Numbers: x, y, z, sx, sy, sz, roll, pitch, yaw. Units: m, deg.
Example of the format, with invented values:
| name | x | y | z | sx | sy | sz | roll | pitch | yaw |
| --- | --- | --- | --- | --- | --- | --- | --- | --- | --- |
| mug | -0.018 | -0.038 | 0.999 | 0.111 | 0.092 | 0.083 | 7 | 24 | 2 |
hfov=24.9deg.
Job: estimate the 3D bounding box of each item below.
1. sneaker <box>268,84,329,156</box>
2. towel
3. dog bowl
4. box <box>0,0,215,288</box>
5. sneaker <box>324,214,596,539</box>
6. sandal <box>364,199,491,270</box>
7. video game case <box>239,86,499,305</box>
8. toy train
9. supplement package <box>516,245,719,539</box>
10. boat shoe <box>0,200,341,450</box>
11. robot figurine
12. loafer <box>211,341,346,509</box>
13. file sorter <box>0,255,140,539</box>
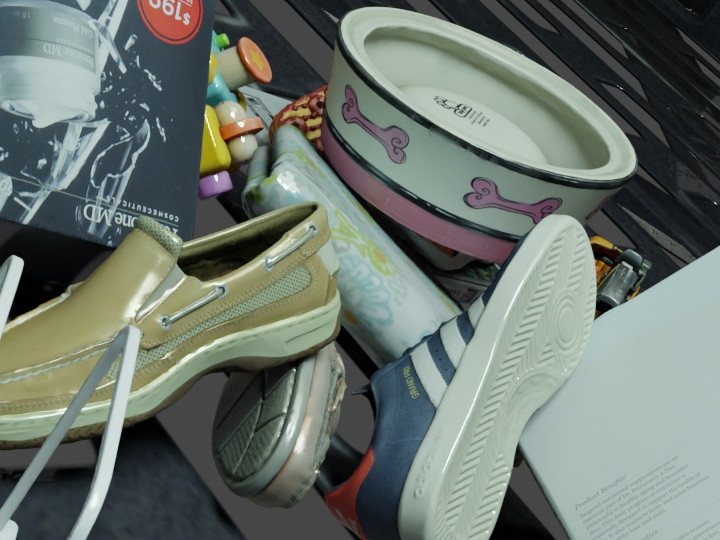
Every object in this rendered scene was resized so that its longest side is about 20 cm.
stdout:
| name | x | y | z | sx | sy | sz | roll | pitch | yaw |
| --- | --- | --- | --- | --- | --- | --- | --- | --- | --- |
| sneaker | 0.017 | -0.085 | 1.132 | 0.199 | 0.077 | 0.073 | -5 | 64 | -40 |
| towel | 0.000 | 0.000 | 0.921 | 0.171 | 0.048 | 0.200 | 46 | 6 | -11 |
| dog bowl | 0.064 | -0.079 | 0.991 | 0.199 | 0.074 | 0.200 | 21 | 26 | -11 |
| box | -0.172 | -0.102 | 0.726 | 0.200 | 0.183 | 0.104 | 15 | -15 | -43 |
| sneaker | 0.047 | 0.050 | 0.802 | 0.084 | 0.200 | 0.075 | 3 | -42 | 40 |
| sandal | 0.064 | -0.047 | 1.091 | 0.079 | 0.059 | 0.207 | 42 | 15 | 14 |
| video game case | 0.001 | -0.052 | 1.145 | 0.181 | 0.023 | 0.200 | 13 | 30 | -46 |
| toy train | -0.099 | -0.132 | 1.005 | 0.200 | 0.055 | 0.151 | -91 | 160 | -64 |
| supplement package | 0.186 | 0.125 | 0.808 | 0.151 | 0.151 | 0.200 | 56 | 4 | -40 |
| boat shoe | -0.093 | 0.013 | 0.693 | 0.200 | 0.076 | 0.072 | -21 | 33 | -40 |
| robot figurine | 0.119 | 0.040 | 0.983 | 0.058 | 0.145 | 0.200 | 32 | 11 | 7 |
| loafer | -0.031 | 0.056 | 0.802 | 0.063 | 0.072 | 0.200 | 36 | 16 | -21 |
| file sorter | -0.182 | 0.041 | 0.507 | 0.200 | 0.125 | 0.139 | 31 | 22 | -15 |
